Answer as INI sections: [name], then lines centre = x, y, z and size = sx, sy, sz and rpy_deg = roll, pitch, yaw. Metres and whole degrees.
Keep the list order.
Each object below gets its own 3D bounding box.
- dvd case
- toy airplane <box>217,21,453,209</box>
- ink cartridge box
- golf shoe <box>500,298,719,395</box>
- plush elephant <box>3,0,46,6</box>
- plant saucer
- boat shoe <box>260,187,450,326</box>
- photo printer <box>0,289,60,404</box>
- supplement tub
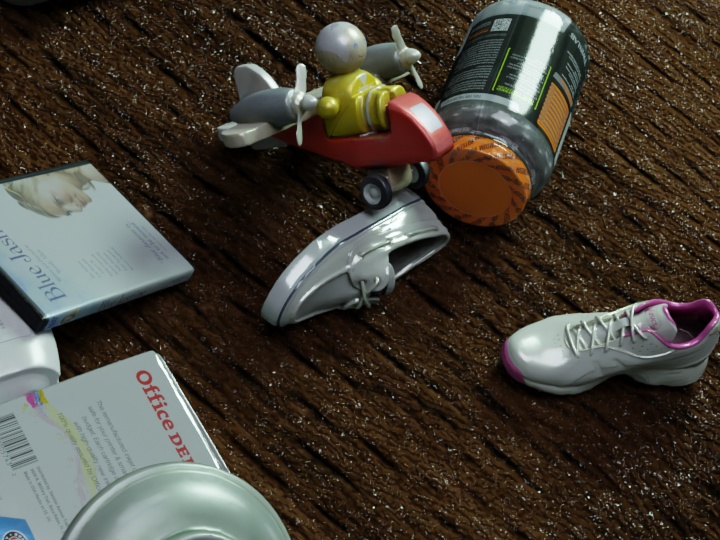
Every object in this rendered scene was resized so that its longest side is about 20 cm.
[dvd case]
centre = -0.239, -0.025, 1.416
size = 0.143, 0.018, 0.200
rpy_deg = 45, 30, 14
[toy airplane]
centre = -0.030, -0.151, 1.523
size = 0.198, 0.142, 0.200
rpy_deg = 0, 28, -11
[ink cartridge box]
centre = -0.212, 0.164, 1.300
size = 0.199, 0.085, 0.145
rpy_deg = -20, 64, -28
[golf shoe]
centre = 0.219, 0.056, 1.516
size = 0.199, 0.092, 0.076
rpy_deg = -4, 59, -19
[plush elephant]
centre = -0.297, -0.325, 1.573
size = 0.200, 0.155, 0.165
rpy_deg = -33, 70, -34
[plant saucer]
centre = -0.122, 0.237, 1.239
size = 0.199, 0.050, 0.201
rpy_deg = 2, 86, -31
[boat shoe]
centre = 0.000, 0.000, 1.500
size = 0.066, 0.072, 0.200
rpy_deg = 41, 45, 18
[photo printer]
centre = -0.337, 0.059, 1.332
size = 0.199, 0.070, 0.167
rpy_deg = -19, 52, -28
[supplement tub]
centre = 0.131, -0.144, 1.608
size = 0.122, 0.123, 0.201
rpy_deg = 24, 52, 0
